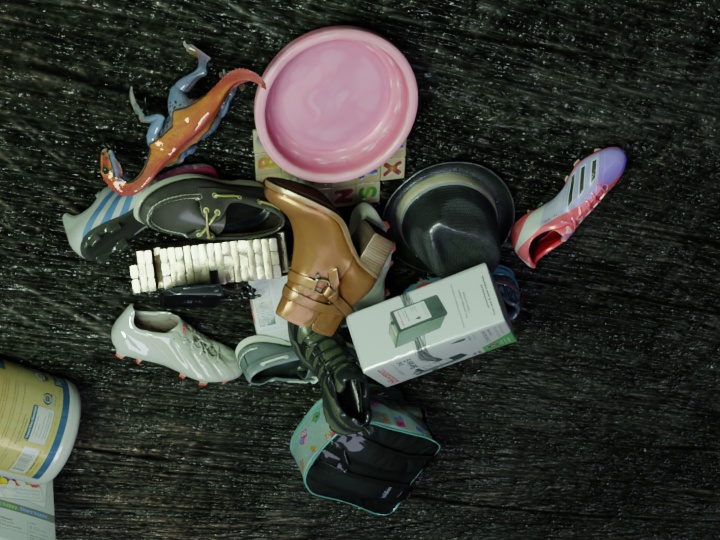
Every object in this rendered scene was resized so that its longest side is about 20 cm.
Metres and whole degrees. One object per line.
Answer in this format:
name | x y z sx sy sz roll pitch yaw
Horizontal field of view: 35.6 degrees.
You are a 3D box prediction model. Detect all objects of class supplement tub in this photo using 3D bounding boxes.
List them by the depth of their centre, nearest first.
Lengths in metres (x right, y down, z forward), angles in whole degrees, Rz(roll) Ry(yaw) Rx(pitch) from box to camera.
supplement tub | -0.485 0.189 1.471 0.198 0.146 0.145 24 120 -33

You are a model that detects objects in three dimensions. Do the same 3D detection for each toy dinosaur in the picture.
toy dinosaur | -0.217 -0.162 1.257 0.104 0.200 0.183 35 82 -22

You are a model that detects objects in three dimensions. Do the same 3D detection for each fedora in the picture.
fedora | 0.128 -0.047 1.497 0.197 0.092 0.203 -9 132 -10

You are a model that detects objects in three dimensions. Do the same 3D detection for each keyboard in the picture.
keyboard | -0.193 0.032 1.427 0.125 0.021 0.200 1 174 -11

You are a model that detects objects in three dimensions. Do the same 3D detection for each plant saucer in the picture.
plant saucer | -0.031 -0.202 1.334 0.197 0.051 0.203 -9 129 -11

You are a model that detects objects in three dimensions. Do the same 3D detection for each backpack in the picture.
backpack | -0.005 0.259 1.682 0.198 0.154 0.177 15 123 -40

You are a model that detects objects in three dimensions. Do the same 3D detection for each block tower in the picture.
block tower | -0.191 -0.011 1.422 0.196 0.058 0.055 -7 101 -2

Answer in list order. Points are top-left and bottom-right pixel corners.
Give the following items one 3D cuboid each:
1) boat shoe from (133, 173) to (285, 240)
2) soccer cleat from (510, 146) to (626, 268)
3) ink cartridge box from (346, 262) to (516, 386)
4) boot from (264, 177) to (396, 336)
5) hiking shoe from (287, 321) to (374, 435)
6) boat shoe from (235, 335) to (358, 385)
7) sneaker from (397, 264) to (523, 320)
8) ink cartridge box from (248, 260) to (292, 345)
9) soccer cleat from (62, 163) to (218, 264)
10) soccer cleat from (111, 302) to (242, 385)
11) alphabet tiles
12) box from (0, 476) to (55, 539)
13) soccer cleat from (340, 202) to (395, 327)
boat shoe | -0.176 -0.071 1.345 0.199 0.061 0.072 -7 130 -44
soccer cleat | 0.290 -0.085 1.528 0.199 0.077 0.066 -40 130 18
ink cartridge box | 0.096 0.077 1.490 0.197 0.085 0.146 -21 162 9
boot | -0.068 -0.015 1.391 0.199 0.077 0.156 28 103 -34
hiking shoe | -0.029 0.120 1.475 0.075 0.100 0.202 -27 96 -26
boat shoe | -0.075 0.137 1.546 0.197 0.062 0.073 9 126 -25
sneaker | 0.136 0.056 1.589 0.197 0.096 0.080 -19 133 -1
ink cartridge box | -0.096 0.051 1.542 0.107 0.051 0.202 -13 132 -6
soccer cleat | -0.269 -0.087 1.359 0.199 0.086 0.070 -32 143 -22
soccer cleat | -0.242 0.102 1.530 0.198 0.070 0.078 18 120 -26
alphabet tiles | -0.037 -0.146 1.417 0.197 0.006 0.168 -8 132 -11
box | -0.492 0.294 1.522 0.155 0.201 0.041 28 117 -35
soccer cleat | 0.000 0.000 1.499 0.077 0.069 0.202 -26 139 -24
